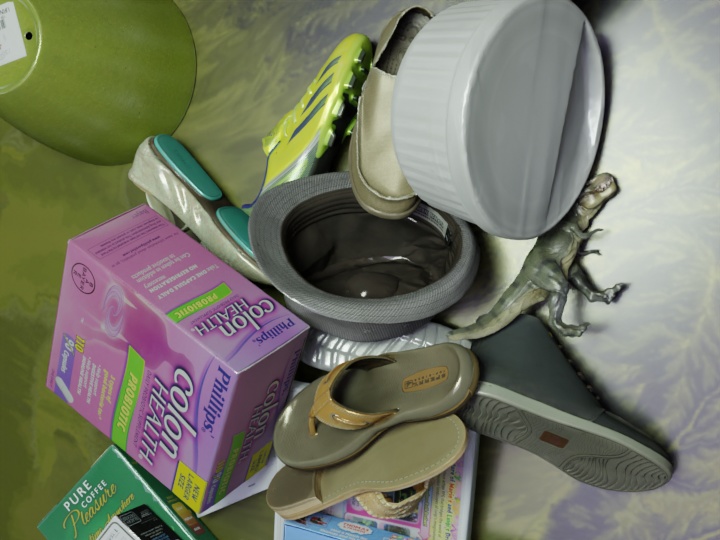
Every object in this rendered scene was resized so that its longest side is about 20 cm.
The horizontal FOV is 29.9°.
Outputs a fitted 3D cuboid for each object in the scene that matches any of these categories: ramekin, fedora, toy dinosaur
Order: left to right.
[{"bbox_3d":[0.000,0.000,1.164,0.200,0.090,0.177,-11,49,-19],"label":"fedora"},{"bbox_3d":[0.109,-0.129,1.105,0.094,0.202,0.203,14,95,40],"label":"ramekin"},{"bbox_3d":[0.168,0.011,1.143,0.088,0.047,0.200,39,75,11],"label":"toy dinosaur"}]

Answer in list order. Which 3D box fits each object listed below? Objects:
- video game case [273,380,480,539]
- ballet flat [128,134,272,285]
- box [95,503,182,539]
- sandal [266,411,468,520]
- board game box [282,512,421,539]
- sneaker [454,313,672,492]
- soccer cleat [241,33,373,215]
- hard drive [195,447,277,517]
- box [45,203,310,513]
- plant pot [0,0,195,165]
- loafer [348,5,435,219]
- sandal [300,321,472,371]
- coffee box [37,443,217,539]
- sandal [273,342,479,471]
[{"bbox_3d":[0.011,0.207,1.201,0.182,0.024,0.200,10,109,18],"label":"video game case"},{"bbox_3d":[-0.143,-0.044,1.259,0.200,0.067,0.062,48,114,18],"label":"ballet flat"},{"bbox_3d":[-0.172,0.325,1.225,0.200,0.060,0.117,40,102,13],"label":"box"},{"bbox_3d":[0.021,0.179,1.151,0.212,0.078,0.070,-22,128,32],"label":"sandal"},{"bbox_3d":[0.025,0.304,1.192,0.200,0.037,0.152,12,114,17],"label":"board game box"},{"bbox_3d":[0.180,0.107,1.146,0.200,0.106,0.075,25,139,-8],"label":"sneaker"},{"bbox_3d":[-0.050,-0.126,1.224,0.084,0.065,0.200,26,98,23],"label":"soccer cleat"},{"bbox_3d":[-0.133,0.116,1.274,0.132,0.026,0.200,-25,83,17],"label":"hard drive"},{"bbox_3d":[-0.165,0.076,1.176,0.200,0.097,0.176,35,130,20],"label":"box"},{"bbox_3d":[-0.278,-0.195,1.227,0.187,0.200,0.187,0,91,19],"label":"plant pot"},{"bbox_3d":[0.031,-0.142,1.158,0.076,0.067,0.200,5,70,1],"label":"loafer"},{"bbox_3d":[0.034,0.078,1.206,0.202,0.050,0.083,24,82,10],"label":"sandal"},{"bbox_3d":[-0.203,0.274,1.289,0.200,0.044,0.123,45,104,12],"label":"coffee box"},{"bbox_3d":[0.004,0.105,1.121,0.200,0.054,0.080,-23,57,27],"label":"sandal"}]
